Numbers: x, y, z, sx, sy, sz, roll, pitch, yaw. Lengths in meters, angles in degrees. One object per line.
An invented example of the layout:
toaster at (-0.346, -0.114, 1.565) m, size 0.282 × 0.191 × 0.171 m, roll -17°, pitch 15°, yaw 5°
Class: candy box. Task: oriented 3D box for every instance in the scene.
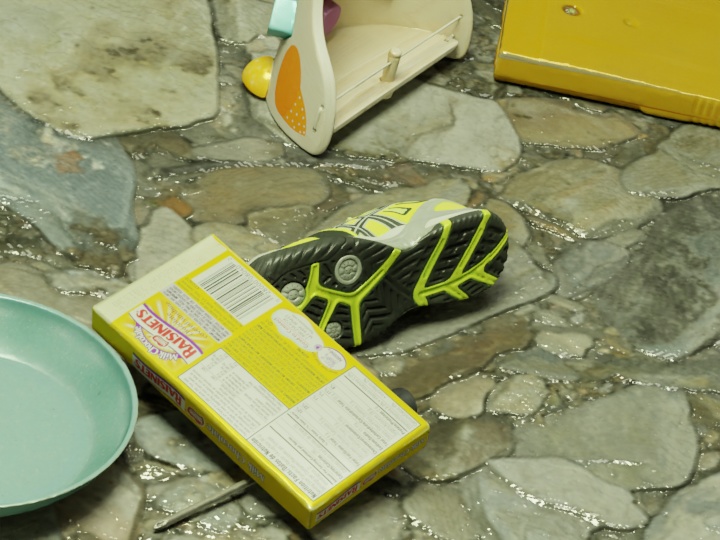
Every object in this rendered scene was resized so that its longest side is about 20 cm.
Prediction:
candy box at (-0.062, 0.064, 1.585) m, size 0.102 × 0.027 × 0.200 m, roll -33°, pitch 60°, yaw -30°

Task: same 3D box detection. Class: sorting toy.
sorting toy at (0.000, -0.214, 1.895) m, size 0.106 × 0.181 × 0.200 m, roll 28°, pitch 38°, yaw 22°

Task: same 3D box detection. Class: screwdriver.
screwdriver at (-0.047, 0.116, 1.576) m, size 0.199 × 0.028 × 0.029 m, roll -23°, pitch 18°, yaw -29°

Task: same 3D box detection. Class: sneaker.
sneaker at (0.000, 0.000, 1.714) m, size 0.199 × 0.076 × 0.076 m, roll -11°, pitch 20°, yaw -32°

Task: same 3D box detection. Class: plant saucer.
plant saucer at (-0.232, 0.086, 1.547) m, size 0.198 × 0.036 × 0.201 m, roll 7°, pitch 35°, yaw -5°

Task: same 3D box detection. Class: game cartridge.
game cartridge at (0.208, -0.181, 2.042) m, size 0.198 × 0.033 × 0.177 m, roll 14°, pitch 36°, yaw 0°
